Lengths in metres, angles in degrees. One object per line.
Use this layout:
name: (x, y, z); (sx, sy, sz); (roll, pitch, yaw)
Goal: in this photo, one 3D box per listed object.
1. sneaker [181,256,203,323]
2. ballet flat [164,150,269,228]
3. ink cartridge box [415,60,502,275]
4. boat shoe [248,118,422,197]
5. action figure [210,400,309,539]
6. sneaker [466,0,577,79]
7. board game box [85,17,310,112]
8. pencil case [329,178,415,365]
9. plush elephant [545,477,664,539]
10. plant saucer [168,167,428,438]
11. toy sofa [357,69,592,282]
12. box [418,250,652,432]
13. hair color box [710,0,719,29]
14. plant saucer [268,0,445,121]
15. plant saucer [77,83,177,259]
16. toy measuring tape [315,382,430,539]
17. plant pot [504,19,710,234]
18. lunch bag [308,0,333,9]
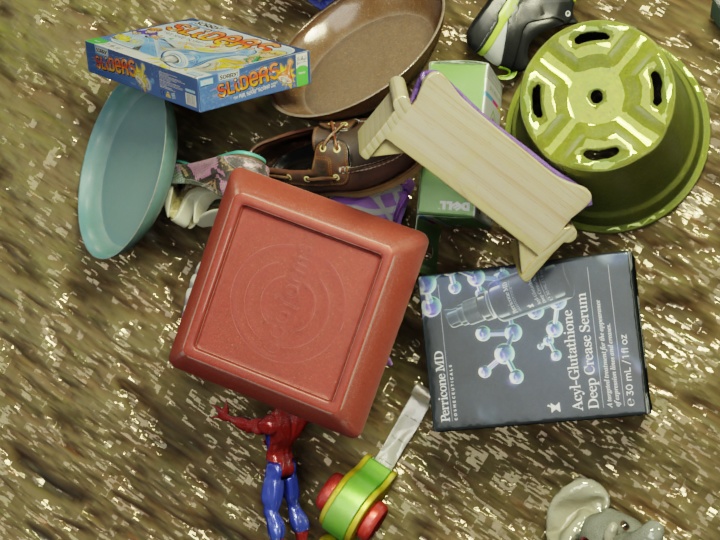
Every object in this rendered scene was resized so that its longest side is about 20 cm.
sneaker: (-0.111, 0.004, 1.148); (0.088, 0.081, 0.200); (24, 57, 3)
ballet flat: (-0.158, -0.078, 1.153); (0.200, 0.069, 0.071); (2, 73, 55)
ink cartridge box: (0.097, -0.094, 1.117); (0.059, 0.104, 0.201); (5, 88, 16)
boat shoe: (-0.026, -0.109, 1.098); (0.200, 0.070, 0.071); (-12, 50, 38)
action figure: (-0.098, 0.202, 1.167); (0.099, 0.065, 0.201); (11, 103, 44)
sneaker: (0.187, -0.279, 1.134); (0.083, 0.072, 0.200); (36, 98, -6)
board game box: (-0.164, -0.208, 1.140); (0.200, 0.135, 0.035); (24, 125, 42)
pencil case: (0.000, 0.000, 1.119); (0.085, 0.084, 0.201); (-6, 64, 28)
plush elephant: (0.224, 0.281, 1.043); (0.165, 0.200, 0.155); (36, 73, 1)
plant saucer: (-0.063, 0.029, 1.043); (0.199, 0.037, 0.200); (20, 94, 12)
toy sofa: (0.100, -0.092, 1.000); (0.200, 0.083, 0.098); (35, 107, -13)
box: (0.167, 0.068, 1.087); (0.199, 0.107, 0.149); (-8, 85, 15)
hair color box: (0.439, -0.257, 1.059); (0.200, 0.061, 0.099); (-30, 79, 11)
plant saucer: (0.001, -0.214, 1.141); (0.200, 0.037, 0.201); (-21, 42, 20)
plant saucer: (-0.241, -0.108, 1.198); (0.200, 0.027, 0.201); (-20, 64, 49)
toy measuring tape: (0.011, 0.202, 1.139); (0.073, 0.074, 0.200); (32, 95, 14)
plant pot: (0.220, -0.140, 1.046); (0.200, 0.184, 0.201); (-1, 87, 14)
lunch bag: (-0.011, -0.393, 1.156); (0.200, 0.124, 0.170); (-32, 77, 18)
